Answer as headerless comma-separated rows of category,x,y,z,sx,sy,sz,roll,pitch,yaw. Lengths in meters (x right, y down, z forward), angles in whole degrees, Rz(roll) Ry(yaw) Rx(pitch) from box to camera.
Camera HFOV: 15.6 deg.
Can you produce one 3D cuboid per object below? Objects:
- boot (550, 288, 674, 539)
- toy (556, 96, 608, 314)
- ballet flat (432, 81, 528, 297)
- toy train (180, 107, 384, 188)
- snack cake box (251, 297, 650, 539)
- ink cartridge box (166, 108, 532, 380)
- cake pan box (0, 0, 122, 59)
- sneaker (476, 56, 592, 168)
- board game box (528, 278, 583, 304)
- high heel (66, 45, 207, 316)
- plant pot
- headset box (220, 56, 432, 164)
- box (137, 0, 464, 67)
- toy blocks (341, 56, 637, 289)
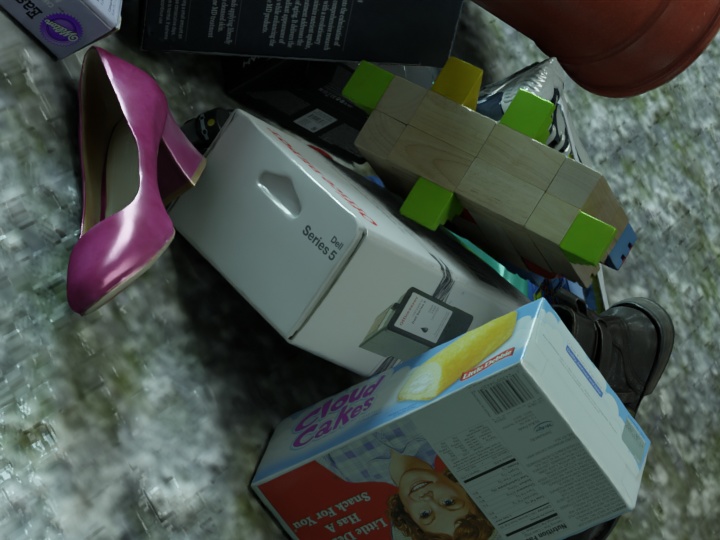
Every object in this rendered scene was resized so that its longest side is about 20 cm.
boot,0.117,0.098,1.616,0.174,0.069,0.201,-9,118,-63
toy,0.144,-0.014,1.809,0.115,0.047,0.201,-70,144,-82
ballet flat,0.077,-0.055,1.795,0.067,0.070,0.200,17,37,-47
toy train,-0.039,-0.062,1.675,0.200,0.046,0.034,25,45,-50
snack cake box,0.051,0.112,1.508,0.115,0.200,0.067,52,32,-19
ink cartridge box,0.000,0.000,1.587,0.200,0.084,0.145,26,13,-48
cake pan box,-0.208,-0.252,1.548,0.184,0.052,0.201,44,33,-36
sneaker,0.131,-0.081,1.923,0.130,0.079,0.199,64,-2,-4
board game box,0.134,0.061,1.825,0.103,0.019,0.200,48,30,-30
high heel,-0.145,-0.052,1.464,0.096,0.067,0.200,49,32,-15
plant pot,0.147,-0.252,1.918,0.195,0.201,0.201,21,47,-39
headset box,-0.032,-0.192,1.772,0.149,0.077,0.201,27,45,-49
box,-0.036,-0.242,1.636,0.196,0.124,0.201,3,57,-8
toy blocks,0.089,-0.043,1.609,0.200,0.100,0.137,27,-10,26
